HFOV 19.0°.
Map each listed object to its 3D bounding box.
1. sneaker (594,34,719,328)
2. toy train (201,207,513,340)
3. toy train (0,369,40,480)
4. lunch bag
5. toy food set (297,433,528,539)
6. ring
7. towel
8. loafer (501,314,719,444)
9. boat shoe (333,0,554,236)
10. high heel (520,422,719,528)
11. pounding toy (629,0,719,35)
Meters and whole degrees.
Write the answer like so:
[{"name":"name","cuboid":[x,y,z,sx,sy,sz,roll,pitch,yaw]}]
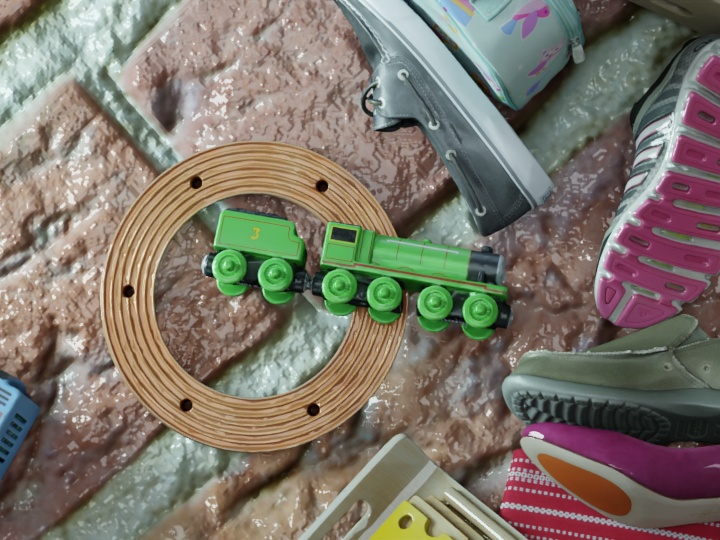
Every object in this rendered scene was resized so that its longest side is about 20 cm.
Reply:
[{"name":"sneaker","cuboid":[0.199,-0.061,1.347,0.073,0.088,0.201,16,108,-11]},{"name":"toy train","cuboid":[0.000,0.000,1.353,0.199,0.042,0.057,9,74,5]},{"name":"toy train","cuboid":[-0.306,0.084,1.369,0.199,0.087,0.115,28,78,9]},{"name":"lunch bag","cuboid":[0.058,-0.193,1.324,0.077,0.160,0.200,-41,82,0]},{"name":"toy food set","cuboid":[0.039,0.199,1.291,0.144,0.060,0.200,-47,48,-7]},{"name":"ring","cuboid":[-0.068,0.017,1.385,0.199,0.019,0.202,0,84,4]},{"name":"towel","cuboid":[0.146,0.211,1.311,0.144,0.023,0.201,9,62,7]},{"name":"loafer","cuboid":[0.186,0.068,1.339,0.199,0.075,0.070,4,62,-4]},{"name":"boat shoe","cuboid":[0.037,-0.106,1.368,0.066,0.070,0.200,-40,90,-2]},{"name":"high heel","cuboid":[0.201,0.113,1.318,0.199,0.068,0.096,23,63,3]},{"name":"pounding toy","cuboid":[0.192,-0.264,1.347,0.199,0.142,0.185,23,87,-4]}]
